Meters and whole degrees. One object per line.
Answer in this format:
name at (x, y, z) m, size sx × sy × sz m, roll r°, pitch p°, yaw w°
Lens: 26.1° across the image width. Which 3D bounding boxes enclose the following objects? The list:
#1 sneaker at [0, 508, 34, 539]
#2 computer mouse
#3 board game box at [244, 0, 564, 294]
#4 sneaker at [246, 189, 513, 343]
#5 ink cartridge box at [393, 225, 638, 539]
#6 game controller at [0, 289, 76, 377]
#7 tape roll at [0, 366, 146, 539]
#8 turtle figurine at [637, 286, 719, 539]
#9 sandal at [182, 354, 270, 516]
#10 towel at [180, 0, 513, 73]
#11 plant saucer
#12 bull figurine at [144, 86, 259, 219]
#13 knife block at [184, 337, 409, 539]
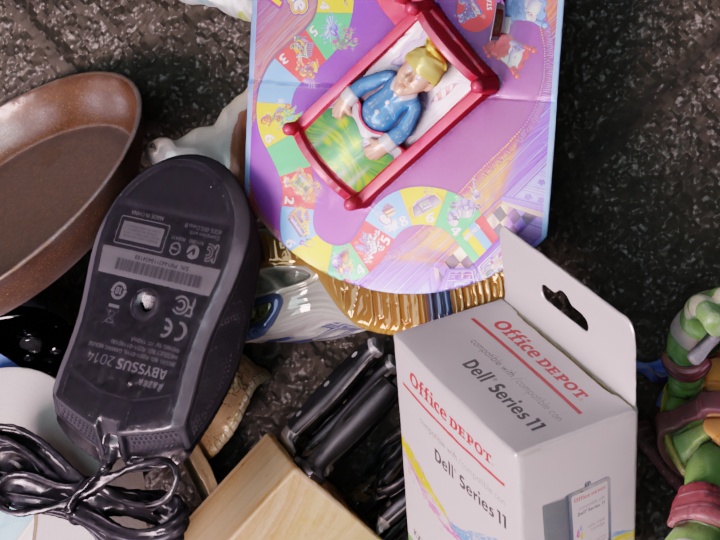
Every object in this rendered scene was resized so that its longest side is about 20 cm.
sneaker at (-0.203, 0.139, 0.897) m, size 0.082 × 0.074 × 0.200 m, roll 45°, pitch 107°, yaw 8°
computer mouse at (-0.107, 0.040, 0.781) m, size 0.138 × 0.053 × 0.201 m, roll 17°, pitch 81°, yaw 27°
board game box at (0.013, -0.086, 0.738) m, size 0.157 × 0.039 × 0.201 m, roll 6°, pitch 98°, yaw 17°
sneaker at (0.000, 0.000, 0.825) m, size 0.199 × 0.088 × 0.076 m, roll -3°, pitch 86°, yaw 23°
ink cartridge box at (0.071, 0.094, 0.730) m, size 0.067 × 0.117 × 0.201 m, roll -17°, pitch 122°, yaw -21°
game controller at (-0.245, 0.060, 0.899) m, size 0.199 × 0.104 × 0.042 m, roll -15°, pitch 52°, yaw 18°
tape roll at (-0.200, 0.152, 0.831) m, size 0.202 × 0.037 × 0.204 m, roll -17°, pitch 59°, yaw 29°
turtle figurine at (0.203, 0.076, 0.710) m, size 0.199 × 0.144 × 0.194 m, roll -8°, pitch 46°, yaw 25°
sandal at (-0.081, 0.080, 0.877) m, size 0.069 × 0.078 × 0.213 m, roll -19°, pitch 94°, yaw -14°
towel at (0.013, -0.195, 0.803) m, size 0.199 × 0.048 × 0.172 m, roll 19°, pitch 72°, yaw 16°
plant saucer at (-0.197, -0.033, 0.856) m, size 0.200 × 0.201 × 0.035 m, roll -22°, pitch 124°, yaw 17°
bull figurine at (-0.015, -0.081, 0.839) m, size 0.199 × 0.065 × 0.122 m, roll 4°, pitch 87°, yaw 12°
knife block at (-0.047, 0.129, 0.814) m, size 0.199 × 0.064 × 0.176 m, roll -3°, pitch 102°, yaw -16°
